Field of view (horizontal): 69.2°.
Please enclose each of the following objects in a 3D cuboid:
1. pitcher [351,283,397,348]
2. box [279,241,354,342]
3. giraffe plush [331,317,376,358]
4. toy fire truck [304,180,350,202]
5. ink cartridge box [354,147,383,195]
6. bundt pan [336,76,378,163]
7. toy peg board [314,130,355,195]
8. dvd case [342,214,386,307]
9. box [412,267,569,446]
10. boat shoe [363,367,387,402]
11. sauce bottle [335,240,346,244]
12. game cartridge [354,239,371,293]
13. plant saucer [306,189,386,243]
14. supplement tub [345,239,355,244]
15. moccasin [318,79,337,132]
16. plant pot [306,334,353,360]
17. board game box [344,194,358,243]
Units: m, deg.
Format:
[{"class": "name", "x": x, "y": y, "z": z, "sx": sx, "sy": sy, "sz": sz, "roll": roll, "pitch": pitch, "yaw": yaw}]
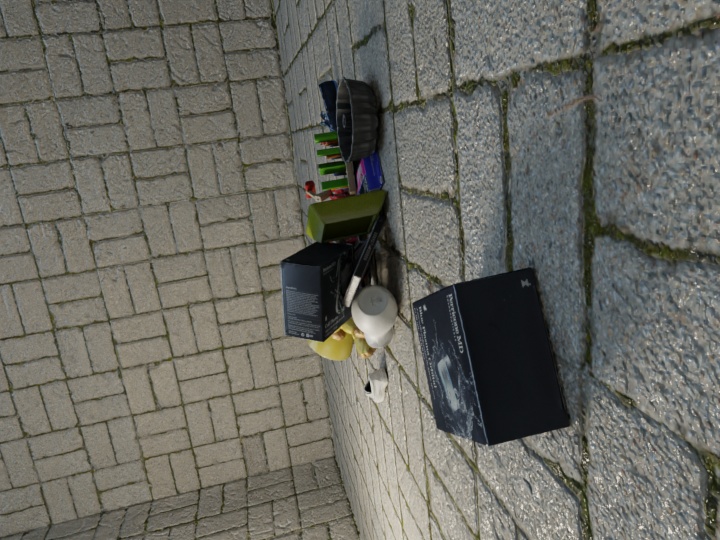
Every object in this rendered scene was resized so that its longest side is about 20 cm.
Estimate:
[{"class": "pitcher", "x": 0.034, "y": 0.097, "z": 1.396, "sx": 0.201, "sy": 0.119, "sz": 0.174, "roll": 78, "pitch": 178, "yaw": -64}, {"class": "box", "x": -0.105, "y": 0.048, "z": 1.349, "sx": 0.200, "sy": 0.122, "sz": 0.200, "roll": -37, "pitch": -51, "yaw": -60}, {"class": "giraffe plush", "x": -0.039, "y": 0.160, "z": 1.580, "sx": 0.173, "sy": 0.159, "sz": 0.204, "roll": -30, "pitch": -64, "yaw": -78}, {"class": "toy fire truck", "x": -0.107, "y": -0.255, "z": 1.750, "sx": 0.201, "sy": 0.139, "sz": 0.049, "roll": -118, "pitch": 21, "yaw": -59}, {"class": "ink cartridge box", "x": 0.021, "y": -0.239, "z": 1.390, "sx": 0.200, "sy": 0.036, "sz": 0.096, "roll": 129, "pitch": 132, "yaw": -73}, {"class": "bundt pan", "x": -0.006, "y": -0.368, "z": 1.282, "sx": 0.202, "sy": 0.074, "sz": 0.206, "roll": 175, "pitch": 90, "yaw": -78}, {"class": "toy peg board", "x": -0.073, "y": -0.321, "z": 1.539, "sx": 0.199, "sy": 0.096, "sz": 0.204, "roll": -94, "pitch": -4, "yaw": -84}, {"class": "dvd case", "x": 0.009, "y": -0.024, "z": 1.333, "sx": 0.151, "sy": 0.024, "sz": 0.202, "roll": 111, "pitch": -179, "yaw": -56}, {"class": "box", "x": 0.166, "y": 0.118, "z": 0.722, "sx": 0.200, "sy": 0.115, "sz": 0.200, "roll": 134, "pitch": 126, "yaw": -75}, {"class": "boat shoe", "x": 0.044, "y": 0.380, "z": 1.694, "sx": 0.201, "sy": 0.067, "sz": 0.073, "roll": 101, "pitch": 156, "yaw": -61}, {"class": "sauce bottle", "x": -0.034, "y": -0.016, "z": 1.665, "sx": 0.066, "sy": 0.065, "sz": 0.203, "roll": 180, "pitch": 67, "yaw": -79}, {"class": "game cartridge", "x": 0.000, "y": 0.000, "z": 1.514, "sx": 0.200, "sy": 0.038, "sz": 0.132, "roll": -59, "pitch": -40, "yaw": -67}, {"class": "plant saucer", "x": -0.036, "y": -0.127, "z": 1.342, "sx": 0.200, "sy": 0.197, "sz": 0.049, "roll": 115, "pitch": 141, "yaw": -71}, {"class": "supplement tub", "x": -0.068, "y": -0.048, "z": 1.818, "sx": 0.107, "sy": 0.105, "sz": 0.203, "roll": -115, "pitch": 20, "yaw": -55}, {"class": "moccasin", "x": -0.096, "y": -0.495, "z": 1.657, "sx": 0.080, "sy": 0.067, "sz": 0.204, "roll": 34, "pitch": -130, "yaw": -87}, {"class": "plant pot", "x": -0.102, "y": 0.240, "z": 2.097, "sx": 0.143, "sy": 0.197, "sz": 0.201, "roll": -64, "pitch": 27, "yaw": 24}, {"class": "board game box", "x": -0.038, "y": -0.133, "z": 1.635, "sx": 0.159, "sy": 0.038, "sz": 0.202, "roll": -104, "pitch": -3, "yaw": -50}]
